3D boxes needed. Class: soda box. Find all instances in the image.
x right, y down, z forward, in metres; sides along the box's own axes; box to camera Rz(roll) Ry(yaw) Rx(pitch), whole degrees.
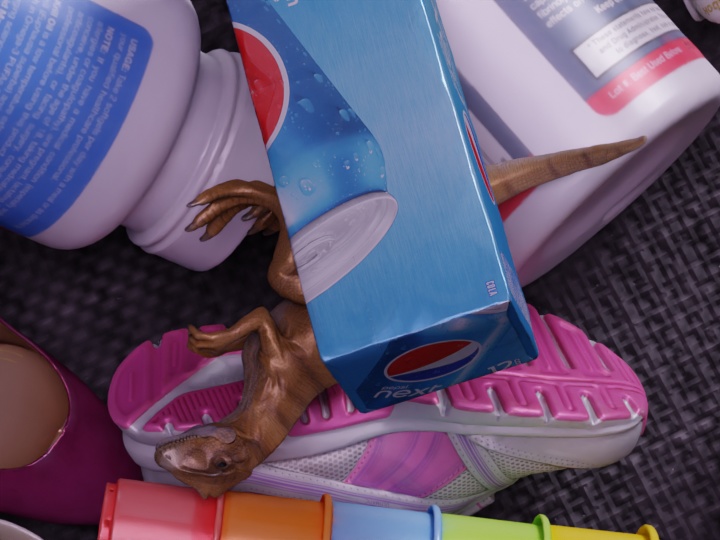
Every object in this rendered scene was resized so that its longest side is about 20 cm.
[{"bbox_3d":[0.000,-0.059,1.021,0.068,0.064,0.201,-18,68,6],"label":"soda box"}]

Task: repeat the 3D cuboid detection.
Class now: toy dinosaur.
[{"bbox_3d":[0.000,0.000,1.068,0.200,0.060,0.106,-44,65,-5],"label":"toy dinosaur"}]

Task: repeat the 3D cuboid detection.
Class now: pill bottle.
[{"bbox_3d":[0.031,-0.102,1.133,0.119,0.120,0.200,-39,81,-8],"label":"pill bottle"},{"bbox_3d":[-0.129,-0.075,1.104,0.199,0.112,0.113,26,78,-22],"label":"pill bottle"}]

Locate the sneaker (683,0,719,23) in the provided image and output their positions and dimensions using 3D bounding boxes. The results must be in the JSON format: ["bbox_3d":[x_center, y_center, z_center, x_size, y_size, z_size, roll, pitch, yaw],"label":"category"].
[{"bbox_3d":[0.120,-0.151,1.126,0.199,0.074,0.116,-5,79,-42],"label":"sneaker"}]

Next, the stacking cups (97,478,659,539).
[{"bbox_3d":[0.005,0.110,1.061,0.199,0.061,0.061,6,78,-7],"label":"stacking cups"}]

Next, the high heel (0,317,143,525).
[{"bbox_3d":[-0.145,0.037,1.083,0.200,0.096,0.068,31,70,-25],"label":"high heel"}]

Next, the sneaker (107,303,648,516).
[{"bbox_3d":[0.008,0.067,1.118,0.199,0.081,0.089,-3,122,0],"label":"sneaker"}]

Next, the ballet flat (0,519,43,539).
[{"bbox_3d":[-0.111,0.126,1.089,0.199,0.069,0.063,24,37,24],"label":"ballet flat"}]
